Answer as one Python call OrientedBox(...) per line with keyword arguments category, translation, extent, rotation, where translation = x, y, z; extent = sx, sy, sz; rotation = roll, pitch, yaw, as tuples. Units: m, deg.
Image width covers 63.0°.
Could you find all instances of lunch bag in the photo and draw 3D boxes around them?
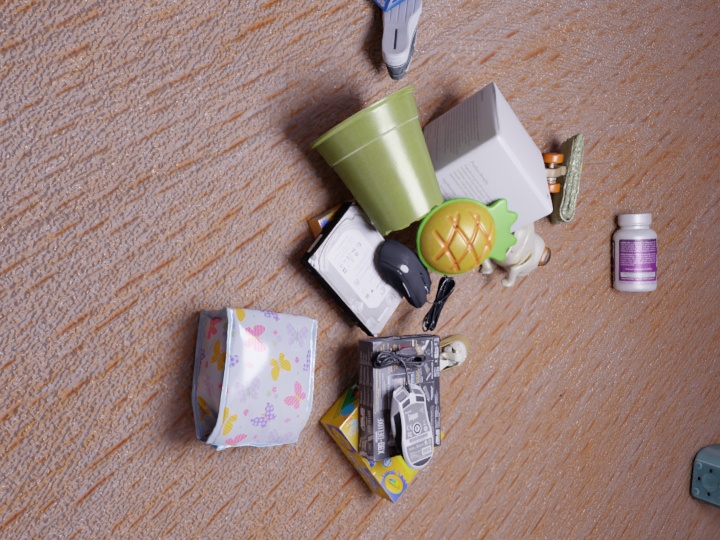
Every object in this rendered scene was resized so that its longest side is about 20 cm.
OrientedBox(category="lunch bag", translation=(-0.167, 0.167, 0.907), extent=(0.167, 0.126, 0.205), rotation=(9, 77, -38))

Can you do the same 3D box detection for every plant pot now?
OrientedBox(category="plant pot", translation=(0.046, -0.171, 0.980), extent=(0.199, 0.199, 0.192), rotation=(-34, 100, -30))
OrientedBox(category="plant pot", translation=(1.194, 0.687, 1.915), extent=(0.197, 0.195, 0.200), rotation=(9, 87, -28))

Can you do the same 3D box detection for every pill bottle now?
OrientedBox(category="pill bottle", translation=(0.736, -0.050, 1.578), extent=(0.111, 0.111, 0.205), rotation=(-6, 96, -36))

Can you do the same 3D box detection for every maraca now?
OrientedBox(category="maraca", translation=(0.190, -0.062, 1.040), extent=(0.196, 0.107, 0.140), rotation=(-9, 114, -14))

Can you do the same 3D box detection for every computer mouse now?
OrientedBox(category="computer mouse", translation=(0.116, 0.001, 1.070), extent=(0.201, 0.046, 0.141), rotation=(53, 53, -28))
OrientedBox(category="computer mouse", translation=(0.075, 0.231, 0.992), extent=(0.108, 0.044, 0.205), rotation=(-5, 87, -39))

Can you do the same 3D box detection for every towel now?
OrientedBox(category="towel", translation=(0.479, -0.210, 1.372), extent=(0.036, 0.148, 0.205), rotation=(7, 92, 6))

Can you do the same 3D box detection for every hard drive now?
OrientedBox(category="hard drive", translation=(0.000, 0.000, 1.029), extent=(0.140, 0.038, 0.201), rotation=(-52, 121, -23))

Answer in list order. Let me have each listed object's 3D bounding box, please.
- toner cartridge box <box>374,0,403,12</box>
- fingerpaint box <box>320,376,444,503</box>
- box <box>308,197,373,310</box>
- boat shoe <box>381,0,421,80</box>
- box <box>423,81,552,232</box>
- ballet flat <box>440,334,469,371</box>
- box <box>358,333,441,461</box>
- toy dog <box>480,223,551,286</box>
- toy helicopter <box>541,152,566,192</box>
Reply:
OrientedBox(category="toner cartridge box", translation=(0.084, -0.563, 1.084), extent=(0.095, 0.043, 0.200), rotation=(45, 63, 4))
OrientedBox(category="fingerpaint box", translation=(0.044, 0.295, 1.100), extent=(0.167, 0.073, 0.202), rotation=(-45, 115, -27))
OrientedBox(category="box", translation=(-0.007, -0.022, 1.068), extent=(0.118, 0.041, 0.203), rotation=(-31, 108, -31))
OrientedBox(category="boat shoe", translation=(0.070, -0.439, 1.089), extent=(0.071, 0.071, 0.203), rotation=(86, 16, -61))
OrientedBox(category="box", translation=(0.236, -0.197, 1.118), extent=(0.199, 0.170, 0.202), rotation=(43, 36, -29))
OrientedBox(category="ballet flat", translation=(0.168, 0.181, 1.194), extent=(0.197, 0.063, 0.070), rotation=(-16, 102, -35))
OrientedBox(category="box", translation=(0.072, 0.220, 1.043), extent=(0.155, 0.049, 0.205), rotation=(-1, 90, -35))
OrientedBox(category="toy dog", translation=(0.323, -0.065, 1.262), extent=(0.199, 0.138, 0.197), rotation=(37, 75, -44))
OrientedBox(category="toy helicopter", translation=(0.401, -0.233, 1.331), extent=(0.199, 0.130, 0.081), rotation=(-27, 122, -57))
